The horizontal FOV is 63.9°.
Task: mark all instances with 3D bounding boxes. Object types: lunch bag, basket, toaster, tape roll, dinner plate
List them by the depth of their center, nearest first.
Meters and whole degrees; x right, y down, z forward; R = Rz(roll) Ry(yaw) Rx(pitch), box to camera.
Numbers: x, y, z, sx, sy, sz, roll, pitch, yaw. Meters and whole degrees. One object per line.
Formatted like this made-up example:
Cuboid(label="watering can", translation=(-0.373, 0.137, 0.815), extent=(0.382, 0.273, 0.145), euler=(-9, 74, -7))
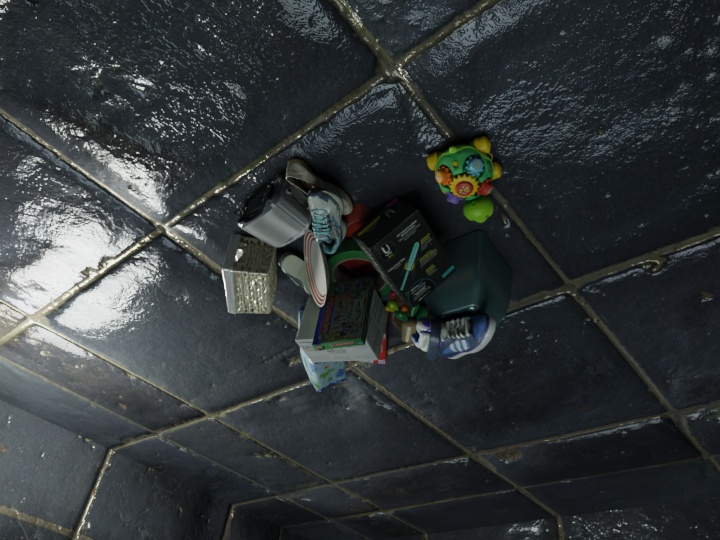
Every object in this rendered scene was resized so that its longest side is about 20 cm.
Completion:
Cuboid(label="toaster", translation=(-0.207, -0.136, 1.411), extent=(0.129, 0.114, 0.200), euler=(35, 137, -31))
Cuboid(label="dinner plate", translation=(-0.110, -0.007, 1.488), extent=(0.024, 0.201, 0.201), euler=(-9, 143, -17))
Cuboid(label="tape roll", translation=(0.000, 0.000, 1.526), extent=(0.199, 0.048, 0.201), euler=(5, 139, 5))
Cuboid(label="basket", translation=(-0.299, 0.016, 1.587), extent=(0.123, 0.136, 0.200), euler=(6, 140, -1))
Cuboid(label="lunch bag", translation=(-0.123, 0.222, 1.699), extent=(0.127, 0.200, 0.171), euler=(-22, 141, -20))

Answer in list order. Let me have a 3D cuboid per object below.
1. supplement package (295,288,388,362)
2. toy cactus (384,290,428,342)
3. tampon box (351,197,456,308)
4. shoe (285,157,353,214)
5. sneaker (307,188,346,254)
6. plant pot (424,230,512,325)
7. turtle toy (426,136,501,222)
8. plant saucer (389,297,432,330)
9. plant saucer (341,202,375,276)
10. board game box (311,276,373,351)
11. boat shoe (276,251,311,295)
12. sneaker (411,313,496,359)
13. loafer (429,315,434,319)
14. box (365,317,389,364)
Cuboid(label="supplement package", translation=(-0.046, 0.148, 1.535), extent=(0.199, 0.156, 0.111), euler=(-6, 136, 24))
Cuboid(label="toy cactus", translation=(0.132, 0.111, 1.580), extent=(0.102, 0.166, 0.200), euler=(16, -169, 32))
Cuboid(label="tampon box", translation=(0.104, -0.043, 1.388), extent=(0.150, 0.126, 0.200), euler=(-39, 119, -5))
Cuboid(label="shoe", translation=(-0.099, -0.187, 1.377), extent=(0.200, 0.054, 0.070), euler=(35, 133, -28))
Cuboid(label="sneaker", translation=(-0.079, -0.112, 1.363), extent=(0.077, 0.087, 0.200), euler=(5, 149, 19))
Cuboid(label="plant pot", translation=(0.269, 0.057, 1.483), extent=(0.195, 0.201, 0.196), euler=(-21, 132, 30))
Cuboid(label="turtle toy", translation=(0.237, -0.194, 1.273), extent=(0.145, 0.101, 0.200), euler=(-15, 134, 26))
Cuboid(label="plant saucer", translation=(0.178, 0.140, 1.725), extent=(0.199, 0.035, 0.201), euler=(5, 140, 4))
Cuboid(label="plant saucer", translation=(-0.003, -0.067, 1.514), extent=(0.199, 0.037, 0.200), euler=(37, 133, -29))
Cuboid(label="board game box", translation=(-0.042, 0.108, 1.467), extent=(0.134, 0.201, 0.029), euler=(-10, 135, 20))
Cuboid(label="boat shoe", translation=(-0.161, 0.009, 1.627), extent=(0.062, 0.073, 0.200), euler=(32, 172, 48))
Cuboid(label="sneaker", translation=(0.209, 0.146, 1.379), extent=(0.146, 0.081, 0.200), euler=(20, 144, -20))
Cuboid(label="loafer", translation=(0.212, 0.166, 1.608), extent=(0.068, 0.076, 0.200), euler=(-28, 162, 2))
Cuboid(label="box", translation=(0.035, 0.196, 1.752), extent=(0.099, 0.096, 0.200), euler=(5, 146, 7))
